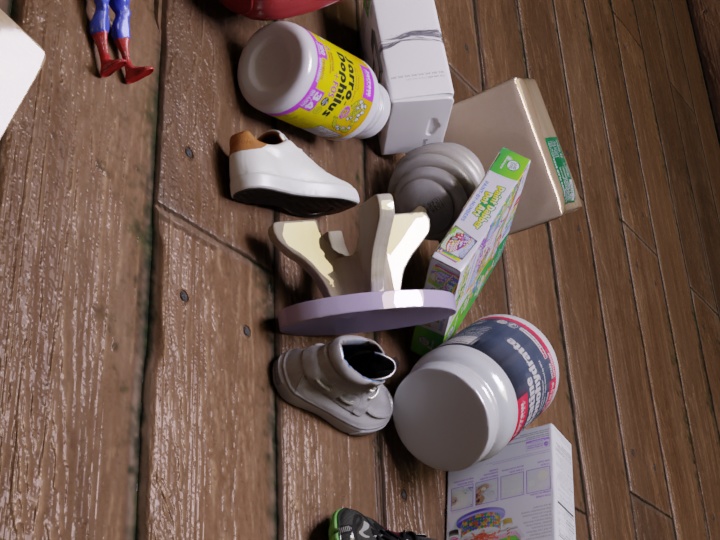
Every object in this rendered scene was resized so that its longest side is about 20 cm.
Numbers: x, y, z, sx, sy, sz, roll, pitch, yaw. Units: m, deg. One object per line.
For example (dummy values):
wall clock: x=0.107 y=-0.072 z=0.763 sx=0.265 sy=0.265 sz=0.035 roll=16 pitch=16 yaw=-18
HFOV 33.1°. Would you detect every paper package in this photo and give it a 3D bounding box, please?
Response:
paper package: x=0.182 y=-0.146 z=1.676 sx=0.103 sy=0.190 sz=0.201 roll=-19 pitch=90 yaw=-61

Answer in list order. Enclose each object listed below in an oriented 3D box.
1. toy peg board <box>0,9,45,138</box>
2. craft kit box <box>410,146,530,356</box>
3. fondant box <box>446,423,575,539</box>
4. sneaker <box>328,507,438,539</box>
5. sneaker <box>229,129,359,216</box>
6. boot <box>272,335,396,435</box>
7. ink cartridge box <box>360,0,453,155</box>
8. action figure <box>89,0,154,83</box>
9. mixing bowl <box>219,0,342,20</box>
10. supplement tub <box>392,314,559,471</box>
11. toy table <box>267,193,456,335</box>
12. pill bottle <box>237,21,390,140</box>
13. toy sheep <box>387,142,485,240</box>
toy peg board: x=-0.362 y=-0.136 z=0.857 sx=0.200 sy=0.098 sz=0.200 roll=44 pitch=53 yaw=-37
craft kit box: x=0.132 y=-0.017 z=1.478 sx=0.198 sy=0.048 sz=0.200 roll=-53 pitch=164 yaw=-32
fondant box: x=0.177 y=0.294 z=1.432 sx=0.058 sy=0.144 sz=0.201 roll=47 pitch=36 yaw=-39
sneaker: x=0.035 y=0.289 z=1.252 sx=0.200 sy=0.084 sz=0.077 roll=35 pitch=43 yaw=-47
sneaker: x=-0.069 y=-0.112 z=1.340 sx=0.200 sy=0.073 sz=0.085 roll=12 pitch=64 yaw=-56
boot: x=0.002 y=0.122 z=1.289 sx=0.200 sy=0.095 sz=0.074 roll=25 pitch=51 yaw=-52
ink cartridge box: x=0.057 y=-0.273 z=1.579 sx=0.146 sy=0.084 sz=0.201 roll=99 pitch=-16 yaw=-66
action figure: x=-0.246 y=-0.286 z=1.178 sx=0.065 sy=0.052 sz=0.201 roll=-1 pitch=70 yaw=-56
mixing bowl: x=-0.113 y=-0.352 z=1.334 sx=0.108 sy=0.200 sz=0.200 roll=-43 pitch=114 yaw=-21
supplement tub: x=0.138 y=0.142 z=1.427 sx=0.200 sy=0.140 sz=0.141 roll=-27 pitch=95 yaw=-56
toy table: x=0.000 y=0.000 z=1.300 sx=0.199 sy=0.184 sz=0.118 roll=-1 pitch=75 yaw=-36
pill bottle: x=-0.046 y=-0.213 z=1.414 sx=0.200 sy=0.104 sz=0.105 roll=14 pitch=60 yaw=-57
toy sheep: x=0.095 y=-0.098 z=1.555 sx=0.138 sy=0.137 sz=0.200 roll=59 pitch=30 yaw=-18
